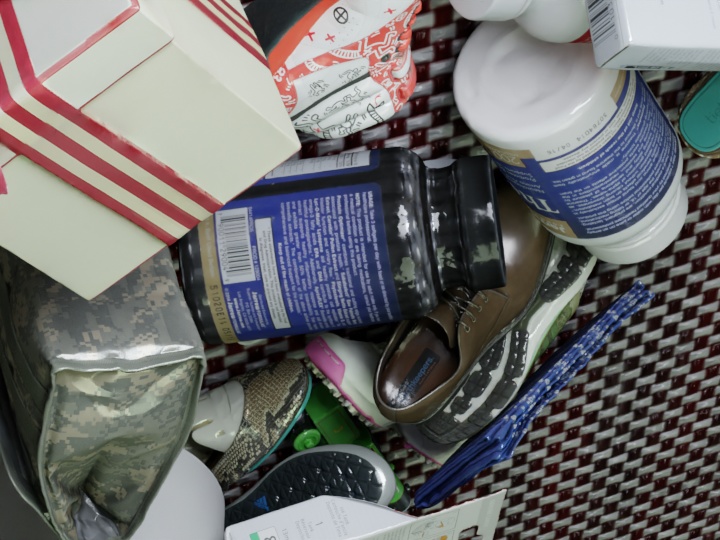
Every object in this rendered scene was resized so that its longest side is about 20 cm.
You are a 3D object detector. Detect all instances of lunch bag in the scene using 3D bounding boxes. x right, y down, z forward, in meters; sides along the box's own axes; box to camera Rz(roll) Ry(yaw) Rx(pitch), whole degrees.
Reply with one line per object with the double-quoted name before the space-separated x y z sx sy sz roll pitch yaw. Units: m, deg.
"lunch bag" -0.180 0.064 1.374 0.117 0.164 0.200 -5 138 -20

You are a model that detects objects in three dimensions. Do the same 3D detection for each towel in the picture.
"towel" 0.128 0.095 1.588 0.200 0.024 0.145 -42 178 -33

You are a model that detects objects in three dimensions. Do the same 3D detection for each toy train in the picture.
"toy train" -0.008 0.150 1.684 0.056 0.042 0.200 -35 143 -2

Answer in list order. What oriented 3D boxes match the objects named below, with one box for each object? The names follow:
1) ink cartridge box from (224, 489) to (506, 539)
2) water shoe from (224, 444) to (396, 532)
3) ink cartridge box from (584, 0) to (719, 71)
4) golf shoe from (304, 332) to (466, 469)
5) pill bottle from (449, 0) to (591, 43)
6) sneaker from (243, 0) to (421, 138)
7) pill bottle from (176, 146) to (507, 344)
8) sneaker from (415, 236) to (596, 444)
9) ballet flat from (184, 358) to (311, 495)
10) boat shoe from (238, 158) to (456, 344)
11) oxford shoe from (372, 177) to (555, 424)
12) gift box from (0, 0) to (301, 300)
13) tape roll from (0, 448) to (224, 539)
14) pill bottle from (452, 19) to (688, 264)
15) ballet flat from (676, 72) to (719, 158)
"ink cartridge box" -0.001 0.206 1.571 0.200 0.050 0.161 -19 153 -14
"water shoe" -0.043 0.181 1.639 0.200 0.072 0.079 -27 166 32
"ink cartridge box" 0.209 -0.210 1.228 0.200 0.200 0.041 -1 163 -25
"golf shoe" 0.033 0.078 1.602 0.092 0.075 0.200 -47 142 6
"pill bottle" 0.154 -0.192 1.285 0.200 0.112 0.112 -3 139 -26
"sneaker" 0.010 -0.156 1.290 0.201 0.067 0.108 -39 141 25
"pill bottle" -0.011 -0.019 1.371 0.200 0.112 0.112 -7 144 6
"sneaker" 0.116 0.046 1.565 0.200 0.077 0.089 -53 155 5
"ballet flat" -0.114 0.132 1.585 0.075 0.068 0.200 16 133 -29
"boat shoe" -0.002 -0.002 1.456 0.202 0.086 0.075 -22 144 -2
"oxford shoe" 0.075 0.022 1.487 0.200 0.073 0.084 -61 170 3
"gift box" -0.153 -0.111 1.152 0.184 0.200 0.187 -39 140 12
"tape roll" -0.198 0.221 1.538 0.202 0.139 0.203 0 140 0
"pill bottle" 0.146 -0.085 1.414 0.111 0.111 0.200 -31 143 9
"ballet flat" 0.295 -0.156 1.463 0.200 0.071 0.065 -43 167 28
